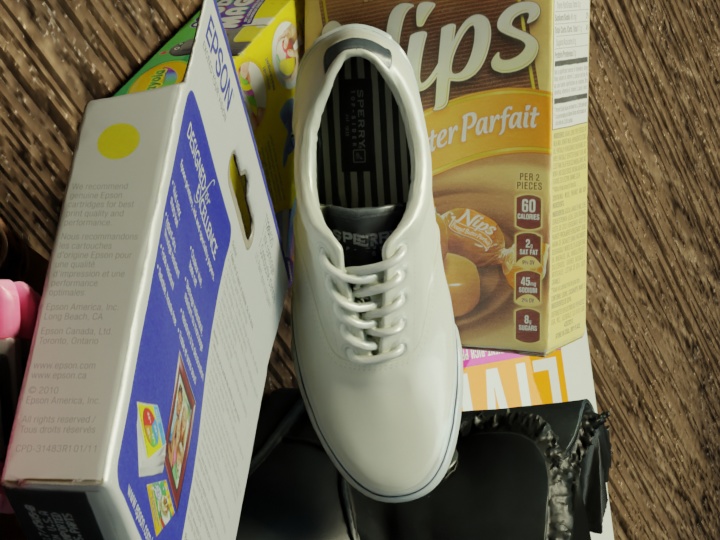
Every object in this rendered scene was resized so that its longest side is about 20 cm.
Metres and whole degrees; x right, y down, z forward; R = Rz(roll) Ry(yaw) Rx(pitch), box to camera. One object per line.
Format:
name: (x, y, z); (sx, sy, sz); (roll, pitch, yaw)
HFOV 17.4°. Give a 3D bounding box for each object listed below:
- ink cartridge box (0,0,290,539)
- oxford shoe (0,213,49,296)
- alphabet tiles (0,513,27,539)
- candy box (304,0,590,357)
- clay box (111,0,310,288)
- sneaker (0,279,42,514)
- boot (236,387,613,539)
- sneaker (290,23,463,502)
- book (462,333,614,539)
ink cartridge box: (-0.072, 0.034, 0.847); (0.198, 0.047, 0.200); (78, 16, -56)
oxford shoe: (-0.141, 0.004, 0.816); (0.200, 0.071, 0.072); (32, 60, -63)
alphabet tiles: (-0.115, 0.161, 0.860); (0.200, 0.008, 0.168); (20, 60, -47)
candy box: (0.037, -0.069, 1.017); (0.055, 0.115, 0.201); (-20, 111, -65)
clay box: (-0.053, -0.049, 1.018); (0.200, 0.047, 0.115); (-52, 138, -50)
sneaker: (-0.166, 0.043, 0.734); (0.200, 0.095, 0.079); (-5, 96, -67)
boot: (0.011, 0.123, 1.022); (0.200, 0.168, 0.077); (-58, 141, -46)
sneaker: (0.000, 0.000, 0.966); (0.071, 0.073, 0.201); (-48, 129, -82)
book: (0.061, 0.066, 1.191); (0.133, 0.048, 0.201); (-9, 91, -37)
